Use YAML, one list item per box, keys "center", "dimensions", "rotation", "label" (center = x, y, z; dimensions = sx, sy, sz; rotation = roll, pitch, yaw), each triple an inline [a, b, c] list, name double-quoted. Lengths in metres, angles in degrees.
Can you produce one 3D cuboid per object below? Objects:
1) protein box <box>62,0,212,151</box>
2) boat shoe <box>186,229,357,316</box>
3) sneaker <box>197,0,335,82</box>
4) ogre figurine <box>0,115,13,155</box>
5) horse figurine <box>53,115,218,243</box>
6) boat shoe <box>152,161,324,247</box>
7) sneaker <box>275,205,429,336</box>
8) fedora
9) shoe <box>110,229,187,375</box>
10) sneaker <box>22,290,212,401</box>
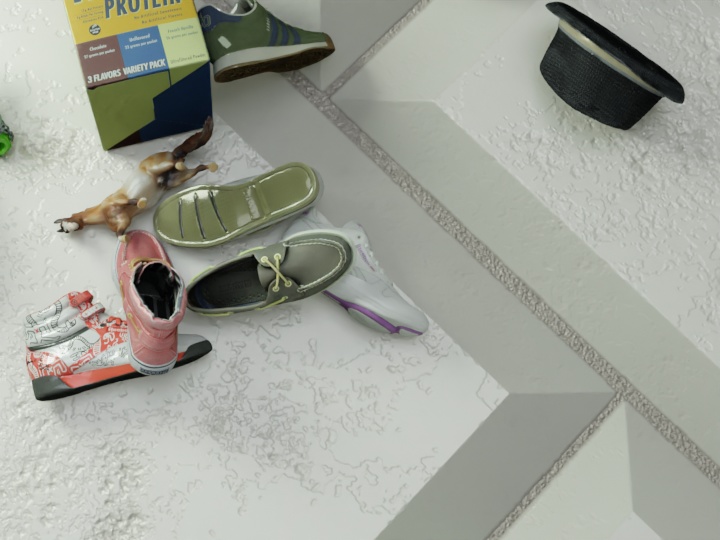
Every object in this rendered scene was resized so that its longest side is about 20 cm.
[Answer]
- center: [-0.255, -0.272, 1.455]
  dimensions: [0.135, 0.199, 0.200]
  rotation: [-15, 78, -9]
  label: "protein box"
- center: [-0.101, 0.007, 1.430]
  dimensions: [0.202, 0.060, 0.072]
  rotation: [-17, 94, 20]
  label: "boat shoe"
- center: [-0.110, -0.275, 1.490]
  dimensions: [0.200, 0.067, 0.090]
  rotation: [-22, 87, -51]
  label: "sneaker"
- center: [-0.473, -0.220, 1.460]
  dimensions: [0.098, 0.120, 0.200]
  rotation: [-24, 81, -11]
  label: "ogre figurine"
- center: [-0.240, -0.094, 1.468]
  dimensions: [0.200, 0.133, 0.050]
  rotation: [-44, 115, -19]
  label: "horse figurine"
- center: [-0.135, -0.069, 1.486]
  dimensions: [0.200, 0.068, 0.075]
  rotation: [-13, 82, 12]
  label: "boat shoe"
- center: [0.000, 0.000, 1.480]
  dimensions: [0.200, 0.075, 0.100]
  rotation: [33, 76, 2]
  label: "sneaker"
- center: [0.283, -0.232, 1.545]
  dimensions: [0.201, 0.201, 0.092]
  rotation: [35, 108, 3]
  label: "fedora"
- center: [-0.225, 0.010, 1.408]
  dimensions: [0.071, 0.091, 0.200]
  rotation: [2, 47, -19]
  label: "shoe"
- center: [-0.272, 0.068, 1.438]
  dimensions: [0.201, 0.067, 0.108]
  rotation: [-14, 81, -7]
  label: "sneaker"
